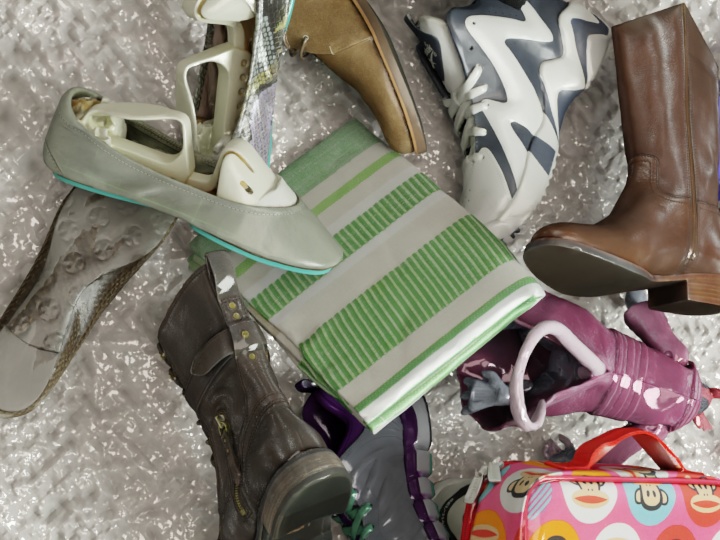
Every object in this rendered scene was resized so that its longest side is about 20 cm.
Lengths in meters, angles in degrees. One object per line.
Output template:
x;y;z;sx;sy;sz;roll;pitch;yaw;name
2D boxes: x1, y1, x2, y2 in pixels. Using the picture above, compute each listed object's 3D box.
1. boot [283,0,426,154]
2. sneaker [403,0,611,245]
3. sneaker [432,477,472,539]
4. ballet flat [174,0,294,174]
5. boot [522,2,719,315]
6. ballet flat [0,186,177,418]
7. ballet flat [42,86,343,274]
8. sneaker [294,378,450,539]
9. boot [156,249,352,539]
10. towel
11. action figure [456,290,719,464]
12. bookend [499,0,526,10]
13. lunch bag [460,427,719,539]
-0.022;-0.154;1.292;0.075;0.074;0.201;-29;82;-3;boot
0.071;-0.109;1.304;0.129;0.079;0.200;29;79;-9;sneaker
0.138;0.180;1.292;0.198;0.088;0.076;9;81;-15;sneaker
-0.080;-0.143;1.239;0.071;0.072;0.202;4;108;-14;ballet flat
0.169;-0.083;1.267;0.186;0.064;0.202;15;71;-45;boot
-0.177;0.007;1.251;0.067;0.046;0.201;31;73;-2;ballet flat
-0.099;-0.058;1.209;0.198;0.067;0.064;21;115;6;ballet flat
0.004;0.160;1.238;0.087;0.075;0.201;7;53;-25;sneaker
-0.078;0.105;1.235;0.069;0.201;0.175;-13;56;-33;boot
0.000;0.000;1.241;0.152;0.023;0.200;-37;51;-15;towel
0.160;0.059;1.276;0.198;0.149;0.135;15;81;-19;action figure
0.056;-0.296;1.287;0.199;0.092;0.199;25;46;2;bookend
0.151;0.184;1.208;0.199;0.082;0.178;9;84;-35;lunch bag
